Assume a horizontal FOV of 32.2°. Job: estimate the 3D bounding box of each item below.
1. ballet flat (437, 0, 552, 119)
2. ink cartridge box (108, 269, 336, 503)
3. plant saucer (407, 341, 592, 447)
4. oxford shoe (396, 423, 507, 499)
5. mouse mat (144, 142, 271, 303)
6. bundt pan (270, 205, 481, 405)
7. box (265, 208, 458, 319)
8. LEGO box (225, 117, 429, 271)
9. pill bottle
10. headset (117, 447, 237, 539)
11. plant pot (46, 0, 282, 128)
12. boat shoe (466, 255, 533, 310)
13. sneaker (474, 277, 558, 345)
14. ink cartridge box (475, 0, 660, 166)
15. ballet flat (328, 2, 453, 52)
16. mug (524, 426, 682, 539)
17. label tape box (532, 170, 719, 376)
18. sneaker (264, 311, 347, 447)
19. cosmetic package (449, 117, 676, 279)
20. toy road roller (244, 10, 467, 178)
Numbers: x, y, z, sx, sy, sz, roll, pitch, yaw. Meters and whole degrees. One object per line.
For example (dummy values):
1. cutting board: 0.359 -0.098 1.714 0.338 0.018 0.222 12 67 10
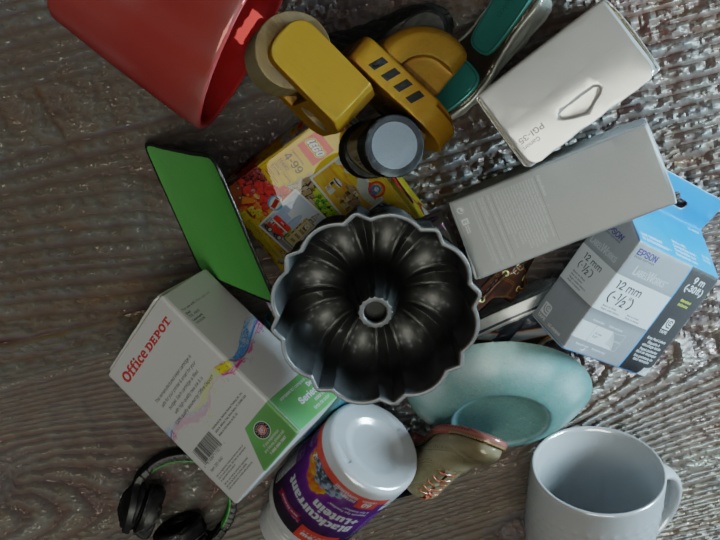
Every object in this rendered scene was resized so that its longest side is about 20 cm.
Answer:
1. ballet flat: 0.119 -0.206 1.241 0.069 0.069 0.200 38 108 -13
2. ink cartridge box: -0.148 0.121 1.313 0.200 0.084 0.145 44 127 6
3. plant saucer: 0.150 0.146 1.343 0.200 0.039 0.201 0 142 0
4. oxford shoe: 0.090 0.213 1.343 0.070 0.200 0.075 25 66 -18
5. mouse mat: -0.153 -0.051 1.250 0.008 0.200 0.161 -29 112 -20
6. bundt pan: 0.015 0.026 1.201 0.201 0.076 0.202 0 112 1
7. box: 0.000 0.000 1.254 0.200 0.039 0.042 -23 112 10
8. LEGO box: -0.024 -0.056 1.295 0.149 0.077 0.200 -35 107 14
9. pill bottle: -0.033 0.239 1.372 0.111 0.112 0.200 30 133 -11
10. headset: -0.229 0.298 1.432 0.123 0.094 0.200 40 96 -13
11. plant pot: -0.181 -0.259 1.166 0.177 0.200 0.201 27 110 0
12. boat shoe: 0.136 0.005 1.299 0.200 0.070 0.070 -34 87 -2
13. sneaker: 0.132 0.079 1.346 0.200 0.078 0.080 -20 105 7
14. ink cartridge box: 0.196 -0.177 1.170 0.146 0.200 0.083 -37 91 14
15. ballet flat: 0.000 -0.214 1.251 0.199 0.057 0.067 -15 97 14
16. mug: 0.278 0.281 1.401 0.200 0.148 0.176 -16 126 -24
17. label tape box: 0.292 0.002 1.286 0.143 0.066 0.200 20 113 -39
18. sneaker: -0.079 0.118 1.376 0.131 0.079 0.200 49 125 8
19. cosmetic package: 0.194 -0.071 1.189 0.200 0.107 0.090 -18 96 17
20. toy road roller: 0.005 -0.184 1.158 0.200 0.123 0.146 41 84 -12
